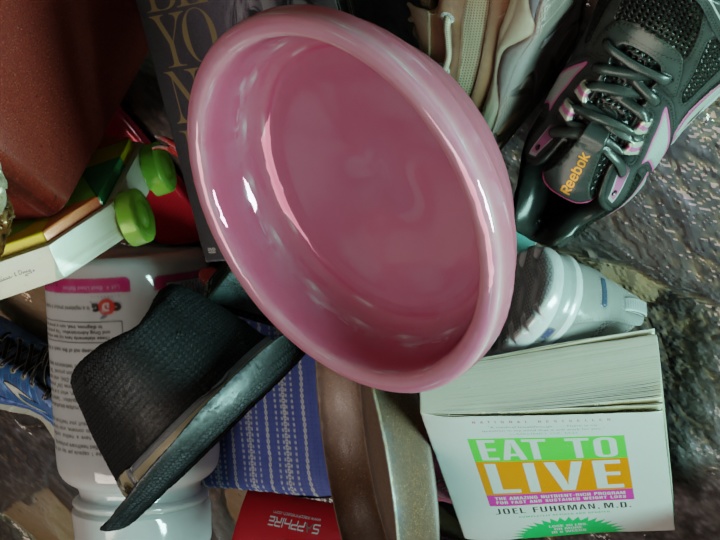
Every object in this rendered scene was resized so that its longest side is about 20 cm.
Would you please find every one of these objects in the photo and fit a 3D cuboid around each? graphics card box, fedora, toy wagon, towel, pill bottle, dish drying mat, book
[{"bbox_3d":[0.021,0.207,1.376,0.199,0.051,0.125,27,163,-40],"label":"graphics card box"},{"bbox_3d":[-0.116,0.069,1.185,0.092,0.200,0.201,46,152,2],"label":"fedora"},{"bbox_3d":[-0.190,-0.039,1.183,0.154,0.200,0.040,-17,114,15],"label":"toy wagon"},{"bbox_3d":[-0.074,0.078,1.328,0.199,0.024,0.146,-3,92,52],"label":"towel"},{"bbox_3d":[-0.154,0.087,1.322,0.113,0.113,0.202,3,97,47],"label":"pill bottle"},{"bbox_3d":[-0.174,-0.093,1.281,0.076,0.018,0.200,-6,129,51],"label":"dish drying mat"},{"bbox_3d":[0.112,0.103,1.121,0.132,0.048,0.200,-6,152,9],"label":"book"}]

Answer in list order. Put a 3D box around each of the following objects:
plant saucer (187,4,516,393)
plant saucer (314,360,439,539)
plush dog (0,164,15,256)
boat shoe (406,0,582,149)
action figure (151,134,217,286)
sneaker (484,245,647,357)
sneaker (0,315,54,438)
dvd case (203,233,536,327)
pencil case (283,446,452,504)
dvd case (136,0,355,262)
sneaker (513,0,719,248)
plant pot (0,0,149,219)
[{"bbox_3d":[0.001,-0.039,0.951,0.200,0.051,0.202,26,132,32],"label":"plant saucer"},{"bbox_3d":[0.011,0.112,1.154,0.200,0.034,0.202,171,90,-79],"label":"plant saucer"},{"bbox_3d":[-0.261,-0.038,0.981,0.170,0.162,0.200,-2,-175,8],"label":"plush dog"},{"bbox_3d":[0.061,-0.119,0.926,0.072,0.076,0.201,35,143,12],"label":"boat shoe"},{"bbox_3d":[-0.080,-0.057,1.169,0.098,0.066,0.200,26,152,-7],"label":"action figure"},{"bbox_3d":[0.091,0.056,1.126,0.081,0.075,0.200,17,154,-19],"label":"sneaker"},{"bbox_3d":[-0.259,0.081,1.585,0.199,0.079,0.089,31,145,-4],"label":"sneaker"},{"bbox_3d":[0.000,0.000,1.154,0.145,0.022,0.200,17,156,-15],"label":"dvd case"},{"bbox_3d":[0.011,0.115,1.307,0.199,0.086,0.084,-5,100,51],"label":"pencil case"},{"bbox_3d":[-0.055,-0.104,1.030,0.148,0.016,0.202,-3,106,43],"label":"dvd case"},{"bbox_3d":[0.121,-0.072,0.901,0.080,0.087,0.201,30,150,10],"label":"sneaker"},{"bbox_3d":[-0.240,-0.132,1.115,0.199,0.201,0.176,-3,142,41],"label":"plant pot"}]
